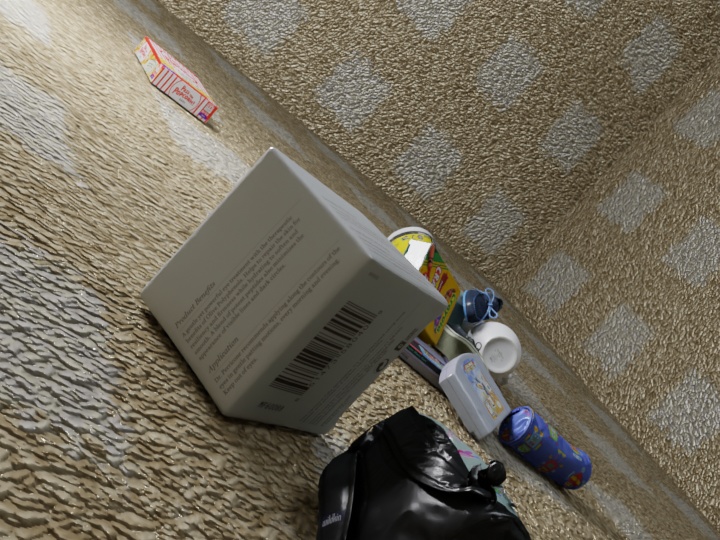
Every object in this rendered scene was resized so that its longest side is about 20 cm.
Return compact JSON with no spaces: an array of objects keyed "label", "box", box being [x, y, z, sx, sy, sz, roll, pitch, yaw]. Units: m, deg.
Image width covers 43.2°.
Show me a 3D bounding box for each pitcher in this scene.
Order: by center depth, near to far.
[{"label":"pitcher","box":[0.293,0.190,1.997,0.172,0.121,0.200,54,-4,-7]}]

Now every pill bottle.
[{"label":"pill bottle","box":[0.116,0.016,1.889,0.112,0.112,0.201,35,32,-40]}]

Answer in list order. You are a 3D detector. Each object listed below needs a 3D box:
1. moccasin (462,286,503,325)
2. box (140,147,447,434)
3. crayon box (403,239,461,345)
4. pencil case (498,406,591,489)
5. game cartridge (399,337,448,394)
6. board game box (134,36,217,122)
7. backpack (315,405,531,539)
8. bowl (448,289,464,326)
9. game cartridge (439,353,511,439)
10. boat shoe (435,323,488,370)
[{"label":"moccasin","box":[0.270,0.070,1.988,0.200,0.068,0.081,-22,107,-71]},{"label":"box","box":[-0.062,0.029,0.904,0.171,0.199,0.200,47,8,29]},{"label":"crayon box","box":[0.123,0.050,1.685,0.051,0.127,0.200,12,-25,33]},{"label":"pencil case","box":[0.336,0.320,1.645,0.200,0.078,0.087,39,34,-27]},{"label":"game cartridge","box":[0.108,0.150,1.608,0.200,0.038,0.130,40,5,-16]},{"label":"board game box","box":[-0.402,-0.414,1.968,0.151,0.046,0.200,36,11,-38]},{"label":"backpack","box":[0.045,0.207,0.755,0.127,0.166,0.200,60,-1,-21]},{"label":"bowl","box":[0.162,0.062,2.015,0.201,0.105,0.201,42,10,-9]},{"label":"game cartridge","box":[0.196,0.208,1.556,0.134,0.041,0.200,62,19,6]},{"label":"boat shoe","box":[0.207,0.164,1.817,0.062,0.075,0.200,6,24,-30]}]
